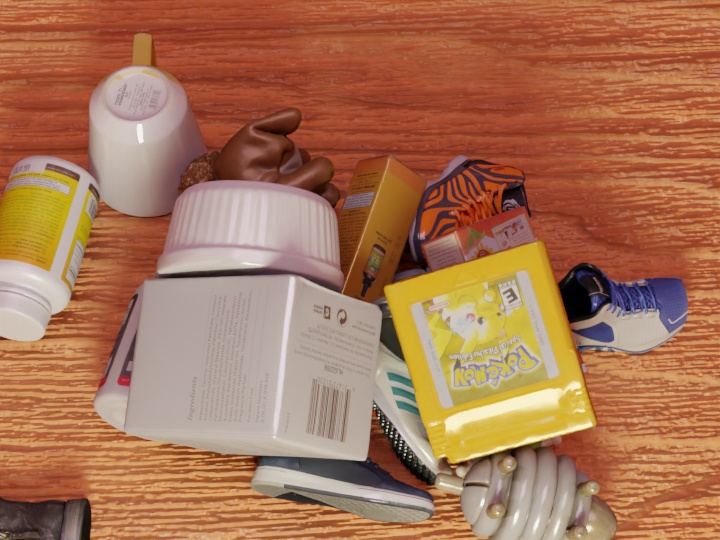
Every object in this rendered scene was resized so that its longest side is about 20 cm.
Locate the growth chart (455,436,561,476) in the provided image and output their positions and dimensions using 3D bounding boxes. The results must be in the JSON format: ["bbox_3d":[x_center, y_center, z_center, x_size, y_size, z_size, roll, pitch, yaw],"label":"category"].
[{"bbox_3d":[0.122,0.140,1.674,0.144,0.018,0.200,-22,64,-10],"label":"growth chart"}]

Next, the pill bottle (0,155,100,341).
[{"bbox_3d":[-0.375,-0.024,1.692,0.109,0.109,0.201,10,61,3],"label":"pill bottle"}]

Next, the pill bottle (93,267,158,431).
[{"bbox_3d":[-0.215,0.080,1.640,0.110,0.111,0.201,14,62,5],"label":"pill bottle"}]

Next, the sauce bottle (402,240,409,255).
[{"bbox_3d":[0.000,0.000,1.722,0.065,0.065,0.200,29,66,13],"label":"sauce bottle"}]

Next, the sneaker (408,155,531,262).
[{"bbox_3d":[0.135,-0.075,1.718,0.112,0.078,0.200,6,38,26],"label":"sneaker"}]

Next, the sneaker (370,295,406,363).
[{"bbox_3d":[0.085,0.110,1.582,0.200,0.075,0.106,33,47,-24],"label":"sneaker"}]

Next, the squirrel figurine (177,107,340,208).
[{"bbox_3d":[-0.115,-0.063,1.718,0.199,0.142,0.187,-18,71,-11],"label":"squirrel figurine"}]

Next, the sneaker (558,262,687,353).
[{"bbox_3d":[0.286,0.043,1.679,0.199,0.115,0.081,-11,63,-8],"label":"sneaker"}]

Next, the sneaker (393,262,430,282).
[{"bbox_3d":[0.119,0.005,1.723,0.199,0.078,0.077,-9,49,-11],"label":"sneaker"}]

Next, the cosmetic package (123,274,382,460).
[{"bbox_3d":[-0.110,0.102,1.515,0.199,0.167,0.167,-2,76,33],"label":"cosmetic package"}]

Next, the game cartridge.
[{"bbox_3d":[0.134,0.087,1.519,0.176,0.032,0.201,-17,89,13],"label":"game cartridge"}]

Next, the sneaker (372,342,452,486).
[{"bbox_3d":[0.057,0.142,1.629,0.093,0.070,0.200,-33,70,-14],"label":"sneaker"}]

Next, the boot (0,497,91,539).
[{"bbox_3d":[-0.380,0.315,1.537,0.173,0.069,0.201,2,54,2],"label":"boot"}]

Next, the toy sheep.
[{"bbox_3d":[0.176,0.245,1.554,0.199,0.138,0.138,20,62,-1],"label":"toy sheep"}]

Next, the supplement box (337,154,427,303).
[{"bbox_3d":[0.006,-0.027,1.649,0.066,0.069,0.201,33,65,-34],"label":"supplement box"}]

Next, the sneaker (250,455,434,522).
[{"bbox_3d":[-0.005,0.191,1.608,0.202,0.077,0.147,13,64,6],"label":"sneaker"}]

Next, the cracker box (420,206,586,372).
[{"bbox_3d":[0.157,0.043,1.599,0.134,0.058,0.201,-19,88,-48],"label":"cracker box"}]

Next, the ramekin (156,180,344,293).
[{"bbox_3d":[-0.113,-0.031,1.550,0.202,0.202,0.095,4,78,0],"label":"ramekin"}]

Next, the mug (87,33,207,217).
[{"bbox_3d":[-0.270,-0.179,1.756,0.149,0.153,0.187,-31,66,-17],"label":"mug"}]
